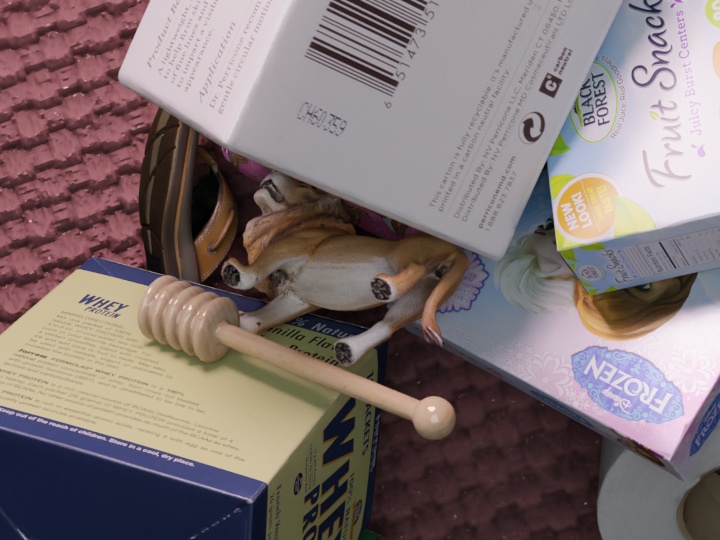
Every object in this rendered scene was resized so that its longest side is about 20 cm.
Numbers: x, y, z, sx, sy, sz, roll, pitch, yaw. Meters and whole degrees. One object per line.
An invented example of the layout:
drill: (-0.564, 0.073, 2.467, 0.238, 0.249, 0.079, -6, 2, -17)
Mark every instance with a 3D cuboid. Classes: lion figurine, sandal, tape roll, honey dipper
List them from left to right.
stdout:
sandal: (-0.102, -0.019, 1.366, 0.054, 0.082, 0.201, -4, 99, -19)
honey dipper: (-0.033, 0.048, 1.187, 0.199, 0.038, 0.038, 19, 93, 31)
lion figurine: (0.000, 0.000, 1.243, 0.199, 0.122, 0.073, 15, 121, 38)
tape roll: (0.237, 0.119, 1.294, 0.201, 0.071, 0.203, 6, 135, 6)

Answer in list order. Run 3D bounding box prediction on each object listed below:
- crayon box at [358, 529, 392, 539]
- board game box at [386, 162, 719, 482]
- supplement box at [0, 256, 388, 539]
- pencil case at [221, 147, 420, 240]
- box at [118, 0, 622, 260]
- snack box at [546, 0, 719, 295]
crayon box: (-0.076, 0.222, 1.336, 0.126, 0.051, 0.201, 19, 68, 15)
board game box: (0.147, -0.015, 1.247, 0.199, 0.041, 0.200, 27, 81, 31)
supplement box: (-0.113, 0.111, 1.252, 0.199, 0.200, 0.135, 14, 118, 16)
pencil case: (0.018, -0.060, 1.354, 0.199, 0.083, 0.087, 28, 67, 2)
box: (0.014, -0.140, 1.163, 0.199, 0.131, 0.200, 20, 99, -37)
snack box: (0.199, -0.092, 1.196, 0.199, 0.068, 0.170, -15, 61, 18)
